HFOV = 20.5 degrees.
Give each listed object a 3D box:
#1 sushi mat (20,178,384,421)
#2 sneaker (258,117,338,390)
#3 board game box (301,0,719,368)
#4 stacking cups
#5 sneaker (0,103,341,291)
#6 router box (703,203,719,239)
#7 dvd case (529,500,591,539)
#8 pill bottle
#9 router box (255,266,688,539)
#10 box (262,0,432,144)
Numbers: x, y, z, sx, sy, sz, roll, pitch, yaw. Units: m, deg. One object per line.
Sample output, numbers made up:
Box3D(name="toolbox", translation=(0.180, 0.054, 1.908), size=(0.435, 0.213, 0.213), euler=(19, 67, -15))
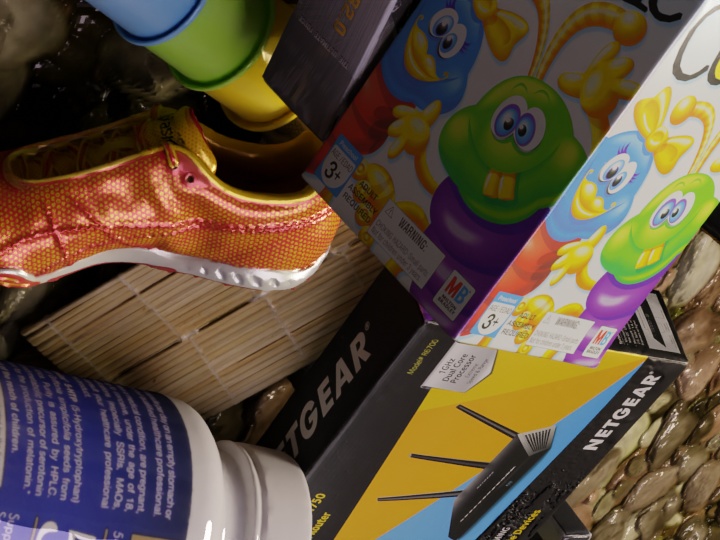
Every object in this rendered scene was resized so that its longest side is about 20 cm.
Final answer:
Box3D(name="sushi mat", translation=(-0.048, 0.012, 0.915), size=(0.199, 0.012, 0.096), euler=(-29, 121, 14))
Box3D(name="sneaker", translation=(0.000, 0.000, 0.974), size=(0.082, 0.075, 0.201), euler=(-22, 139, -25))
Box3D(name="board game box", translation=(0.089, -0.077, 0.742), size=(0.103, 0.105, 0.200), euler=(12, 118, -52))
Box3D(name="stacking cups", translation=(-0.090, -0.117, 0.786), size=(0.061, 0.061, 0.200), euler=(-49, 143, 9))
Box3D(name="sneaker", translation=(-0.104, -0.038, 0.826), size=(0.199, 0.073, 0.077), euler=(-2, 127, -21))
Box3D(name="router box", translation=(0.209, -0.028, 1.024), size=(0.051, 0.200, 0.149), euler=(-51, 142, 7))
Box3D(name="dvd case", translation=(0.043, 0.174, 1.127), size=(0.025, 0.150, 0.201), euler=(3, 124, -36))
Box3D(name="pill bottle", translation=(-0.128, 0.108, 0.886), size=(0.199, 0.120, 0.120), euler=(14, 118, -29))
Box3D(name="router box", translation=(0.040, 0.079, 0.959), size=(0.148, 0.051, 0.200), euler=(9, 135, -29))
Box3D(name="box", translation=(0.073, -0.126, 0.811), size=(0.199, 0.048, 0.159), euler=(-2, 128, -47))
